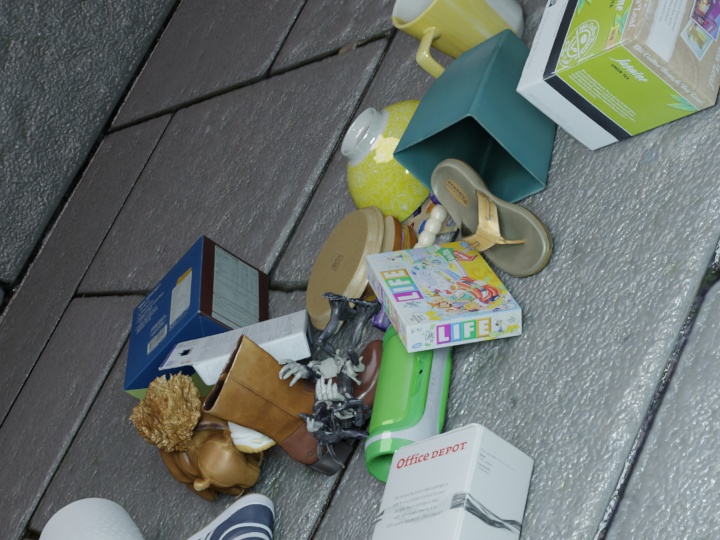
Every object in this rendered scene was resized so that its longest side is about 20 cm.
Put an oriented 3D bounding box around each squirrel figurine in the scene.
[{"bbox_3d":[-0.219,0.230,1.822,0.142,0.200,0.187,-52,16,-2],"label":"squirrel figurine"}]

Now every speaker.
[{"bbox_3d":[0.057,0.144,1.559,0.088,0.088,0.200,-33,33,41],"label":"speaker"}]

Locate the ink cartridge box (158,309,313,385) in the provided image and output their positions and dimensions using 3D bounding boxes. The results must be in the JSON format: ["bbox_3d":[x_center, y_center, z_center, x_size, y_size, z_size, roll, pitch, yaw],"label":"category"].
[{"bbox_3d":[-0.164,0.110,1.858,0.199,0.041,0.200,-14,7,2],"label":"ink cartridge box"}]

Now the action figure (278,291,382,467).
[{"bbox_3d":[-0.038,0.127,1.589,0.119,0.102,0.201,11,90,45],"label":"action figure"}]

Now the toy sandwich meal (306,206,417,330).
[{"bbox_3d":[0.000,0.000,1.865,0.205,0.070,0.206,-48,27,35],"label":"toy sandwich meal"}]

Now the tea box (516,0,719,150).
[{"bbox_3d":[0.309,-0.272,1.536,0.197,0.133,0.201,-19,44,53],"label":"tea box"}]

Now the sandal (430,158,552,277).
[{"bbox_3d":[0.142,-0.060,1.597,0.200,0.054,0.080,45,124,31],"label":"sandal"}]

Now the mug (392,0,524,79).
[{"bbox_3d":[0.139,-0.348,1.916,0.187,0.153,0.149,-58,25,-2],"label":"mug"}]

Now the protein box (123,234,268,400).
[{"bbox_3d":[-0.255,0.094,2.127,0.199,0.135,0.200,-45,27,25],"label":"protein box"}]

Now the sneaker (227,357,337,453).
[{"bbox_3d":[-0.091,0.150,1.737,0.075,0.088,0.200,-7,20,46],"label":"sneaker"}]

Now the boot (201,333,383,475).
[{"bbox_3d":[-0.074,0.131,1.672,0.189,0.200,0.068,-57,25,0],"label":"boot"}]

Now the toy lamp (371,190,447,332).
[{"bbox_3d":[0.071,-0.013,1.747,0.058,0.058,0.201,3,67,62],"label":"toy lamp"}]

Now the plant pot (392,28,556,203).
[{"bbox_3d":[0.162,-0.195,1.714,0.141,0.141,0.200,-23,34,45],"label":"plant pot"}]

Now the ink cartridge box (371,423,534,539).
[{"bbox_3d":[0.083,0.270,1.358,0.146,0.084,0.201,-25,39,48],"label":"ink cartridge box"}]

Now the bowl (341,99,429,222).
[{"bbox_3d":[0.038,-0.170,1.930,0.200,0.108,0.200,-47,23,28],"label":"bowl"}]

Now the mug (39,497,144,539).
[{"bbox_3d":[-0.367,0.450,1.926,0.175,0.147,0.201,34,121,58],"label":"mug"}]

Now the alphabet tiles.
[{"bbox_3d":[0.120,-0.116,1.849,0.200,0.006,0.167,-11,51,57],"label":"alphabet tiles"}]

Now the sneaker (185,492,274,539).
[{"bbox_3d":[-0.184,0.381,1.732,0.200,0.070,0.109,-45,25,17],"label":"sneaker"}]

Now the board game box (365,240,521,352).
[{"bbox_3d":[0.094,0.027,1.589,0.200,0.134,0.034,-120,23,-62],"label":"board game box"}]
